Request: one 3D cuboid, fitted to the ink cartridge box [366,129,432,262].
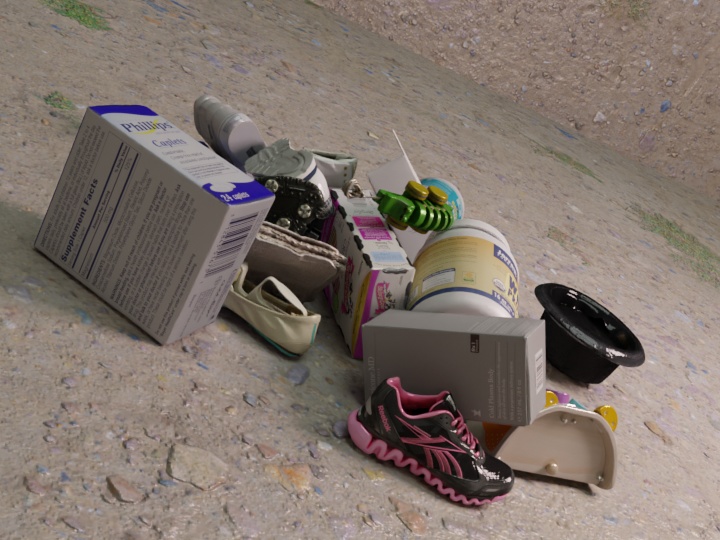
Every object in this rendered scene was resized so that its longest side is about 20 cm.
[{"bbox_3d":[0.067,-0.101,1.517,0.200,0.068,0.115,65,5,6],"label":"ink cartridge box"}]

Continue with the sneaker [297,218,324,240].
[{"bbox_3d":[-0.023,-0.057,1.483,0.200,0.075,0.079,36,14,1],"label":"sneaker"}]

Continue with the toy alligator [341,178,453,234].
[{"bbox_3d":[0.061,-0.076,1.278,0.200,0.059,0.054,8,31,-46],"label":"toy alligator"}]

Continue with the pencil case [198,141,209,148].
[{"bbox_3d":[-0.179,-0.102,1.410,0.200,0.078,0.087,37,-1,21],"label":"pencil case"}]

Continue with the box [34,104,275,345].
[{"bbox_3d":[-0.227,-0.055,1.108,0.200,0.184,0.105,35,24,14],"label":"box"}]

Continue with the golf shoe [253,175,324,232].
[{"bbox_3d":[-0.139,-0.081,1.295,0.200,0.077,0.088,-12,13,13],"label":"golf shoe"}]

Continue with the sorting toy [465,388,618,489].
[{"bbox_3d":[0.204,0.182,1.271,0.200,0.107,0.180,16,6,-30],"label":"sorting toy"}]

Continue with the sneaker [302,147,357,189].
[{"bbox_3d":[-0.016,-0.112,1.534,0.200,0.116,0.074,24,19,-13],"label":"sneaker"}]

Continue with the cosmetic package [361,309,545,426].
[{"bbox_3d":[0.106,0.107,1.153,0.200,0.107,0.090,0,11,24],"label":"cosmetic package"}]

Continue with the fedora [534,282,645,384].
[{"bbox_3d":[0.335,0.107,1.562,0.200,0.092,0.201,25,22,-11],"label":"fedora"}]

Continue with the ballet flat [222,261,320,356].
[{"bbox_3d":[-0.134,0.025,1.206,0.200,0.070,0.069,32,22,7],"label":"ballet flat"}]

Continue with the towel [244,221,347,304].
[{"bbox_3d":[-0.127,-0.016,1.239,0.200,0.133,0.035,20,59,-19],"label":"towel"}]

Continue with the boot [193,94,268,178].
[{"bbox_3d":[-0.181,-0.181,1.490,0.096,0.074,0.200,40,-16,28],"label":"boot"}]

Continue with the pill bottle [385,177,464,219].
[{"bbox_3d":[0.100,-0.086,1.676,0.111,0.111,0.200,32,23,8],"label":"pill bottle"}]

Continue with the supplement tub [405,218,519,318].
[{"bbox_3d":[0.132,0.037,1.303,0.144,0.144,0.200,25,36,-10],"label":"supplement tub"}]

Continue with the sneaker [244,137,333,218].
[{"bbox_3d":[-0.097,-0.124,1.380,0.081,0.076,0.200,53,-5,-28],"label":"sneaker"}]

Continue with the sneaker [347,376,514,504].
[{"bbox_3d":[0.090,0.181,1.100,0.200,0.095,0.079,27,20,-10],"label":"sneaker"}]

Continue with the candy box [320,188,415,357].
[{"bbox_3d":[0.000,0.000,1.312,0.061,0.136,0.200,-1,33,-20],"label":"candy box"}]
